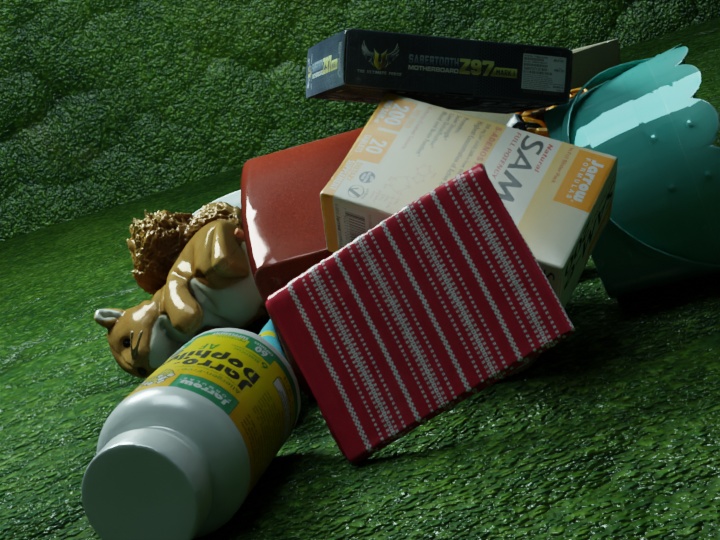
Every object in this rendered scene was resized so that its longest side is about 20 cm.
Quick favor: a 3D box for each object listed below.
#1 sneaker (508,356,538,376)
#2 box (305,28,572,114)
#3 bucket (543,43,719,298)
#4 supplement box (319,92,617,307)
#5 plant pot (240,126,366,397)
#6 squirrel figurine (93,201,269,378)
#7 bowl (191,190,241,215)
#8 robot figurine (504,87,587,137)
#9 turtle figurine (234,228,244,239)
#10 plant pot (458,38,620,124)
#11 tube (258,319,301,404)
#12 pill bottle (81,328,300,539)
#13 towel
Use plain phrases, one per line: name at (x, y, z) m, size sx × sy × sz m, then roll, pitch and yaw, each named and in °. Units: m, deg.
sneaker at (0.122, 0.007, 1.103) m, size 0.070 × 0.109 × 0.200 m, roll -15°, pitch 14°, yaw 19°
box at (0.063, -0.171, 1.122) m, size 0.199 × 0.051 × 0.158 m, roll 3°, pitch 2°, yaw -13°
bucket at (0.250, -0.080, 1.119) m, size 0.134 × 0.208 × 0.207 m, roll -21°, pitch 11°, yaw 12°
supplement box at (0.085, -0.051, 1.006) m, size 0.199 × 0.074 × 0.126 m, roll 18°, pitch 54°, yaw 19°
plant pot at (0.000, 0.000, 1.159) m, size 0.199 × 0.201 × 0.177 m, roll -14°, pitch 25°, yaw 15°
squirrel figurine at (-0.186, 0.024, 1.369) m, size 0.186 × 0.142 × 0.201 m, roll -34°, pitch 44°, yaw 14°
bowl at (-0.139, -0.004, 1.520) m, size 0.200 × 0.091 × 0.202 m, roll -18°, pitch 34°, yaw 12°
robot figurine at (0.202, -0.115, 1.364) m, size 0.144 × 0.201 × 0.058 m, roll -12°, pitch 51°, yaw -6°
turtle figurine at (-0.018, -0.046, 1.278) m, size 0.199 × 0.162 × 0.064 m, roll 26°, pitch 9°, yaw 7°
plant pot at (0.211, -0.163, 1.570) m, size 0.199 × 0.178 × 0.200 m, roll -9°, pitch 10°, yaw 33°
tube at (-0.090, 0.095, 1.160) m, size 0.078 × 0.050 × 0.200 m, roll -52°, pitch 13°, yaw 1°
pill bottle at (-0.121, 0.123, 0.928) m, size 0.112 × 0.113 × 0.200 m, roll -14°, pitch 12°, yaw 18°
towel at (0.039, 0.033, 0.940) m, size 0.199 × 0.145 × 0.022 m, roll -32°, pitch -13°, yaw 15°
